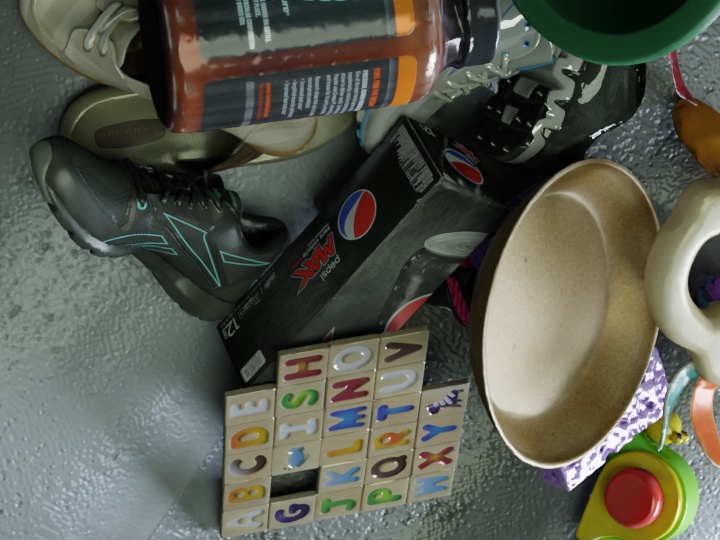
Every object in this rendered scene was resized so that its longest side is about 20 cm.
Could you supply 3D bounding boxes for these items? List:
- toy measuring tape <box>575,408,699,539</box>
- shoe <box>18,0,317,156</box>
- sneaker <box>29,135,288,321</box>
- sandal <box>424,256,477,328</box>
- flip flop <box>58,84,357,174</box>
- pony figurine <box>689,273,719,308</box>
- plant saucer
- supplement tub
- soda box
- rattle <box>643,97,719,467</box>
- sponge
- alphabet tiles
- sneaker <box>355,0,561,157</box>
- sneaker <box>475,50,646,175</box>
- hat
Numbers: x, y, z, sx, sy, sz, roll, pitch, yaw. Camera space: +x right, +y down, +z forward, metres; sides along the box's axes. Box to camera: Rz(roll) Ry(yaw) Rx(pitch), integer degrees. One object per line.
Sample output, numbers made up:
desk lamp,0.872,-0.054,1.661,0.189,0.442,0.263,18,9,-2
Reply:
toy measuring tape,0.190,0.193,1.656,0.073,0.074,0.200,15,104,-21
shoe,-0.115,-0.134,1.420,0.200,0.053,0.070,25,80,0
sneaker,-0.125,-0.041,1.455,0.079,0.076,0.200,-35,141,18
sandal,0.094,0.014,1.575,0.200,0.045,0.075,32,100,-24
flip flop,-0.090,-0.095,1.472,0.199,0.058,0.081,-10,113,-12
pony figurine,0.328,0.068,1.609,0.193,0.167,0.200,-24,107,20
plant saucer,0.126,0.025,1.498,0.200,0.035,0.201,-17,113,-48
supplement tub,-0.023,-0.142,1.354,0.199,0.107,0.107,-8,113,-12
soda box,0.000,0.000,1.499,0.071,0.063,0.200,23,120,-41
rattle,0.218,0.009,1.555,0.130,0.143,0.200,-18,128,-34
sponge,0.143,0.035,1.573,0.111,0.030,0.200,-34,120,-27
alphabet tiles,-0.010,0.107,1.551,0.167,0.008,0.200,-9,143,-12
sneaker,0.076,-0.142,1.474,0.087,0.075,0.200,39,101,15
sneaker,0.155,-0.146,1.521,0.090,0.066,0.200,29,92,-41
hat,0.188,-0.211,1.417,0.200,0.176,0.166,-40,77,35
